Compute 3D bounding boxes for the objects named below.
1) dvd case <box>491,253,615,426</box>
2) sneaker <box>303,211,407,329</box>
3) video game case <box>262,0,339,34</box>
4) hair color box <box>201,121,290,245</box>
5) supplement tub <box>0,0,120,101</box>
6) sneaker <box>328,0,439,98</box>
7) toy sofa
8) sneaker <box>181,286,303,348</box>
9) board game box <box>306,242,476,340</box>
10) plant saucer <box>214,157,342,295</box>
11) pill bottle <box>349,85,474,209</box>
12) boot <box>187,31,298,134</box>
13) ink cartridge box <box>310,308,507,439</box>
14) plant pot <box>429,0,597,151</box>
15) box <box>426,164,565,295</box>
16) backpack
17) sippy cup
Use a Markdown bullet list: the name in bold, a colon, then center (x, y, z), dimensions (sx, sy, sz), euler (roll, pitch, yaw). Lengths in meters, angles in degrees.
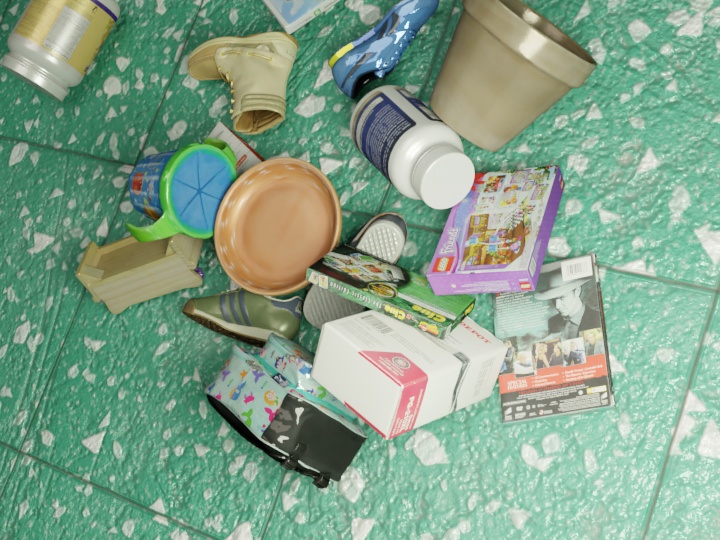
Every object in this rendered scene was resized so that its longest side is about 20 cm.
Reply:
- **dvd case**: center (0.240, 0.087, 1.403), dimensions (0.145, 0.022, 0.202), euler (-14, 66, 25)
- **sneaker**: center (0.000, 0.000, 1.546), dimensions (0.078, 0.079, 0.200), euler (42, 117, -4)
- **video game case**: center (-0.088, -0.492, 1.793), dimensions (0.181, 0.022, 0.201), euler (-34, 57, -2)
- **hair color box**: center (-0.181, -0.126, 1.703), dimensions (0.111, 0.064, 0.200), euler (-49, 57, 6)
- **supplement tub**: center (-0.532, -0.418, 1.969), dimensions (0.145, 0.145, 0.201), euler (27, 86, 34)
- **sneaker**: center (0.046, -0.333, 1.659), dimensions (0.199, 0.066, 0.079), euler (-36, 69, 13)
- **toy sofa**: center (-0.337, -0.013, 1.747), dimensions (0.198, 0.098, 0.083), euler (-18, 38, 23)
- **sneaker**: center (-0.164, 0.055, 1.625), dimensions (0.199, 0.067, 0.090), euler (16, 72, 33)
- **board game box**: center (0.039, 0.024, 1.425), dimensions (0.199, 0.105, 0.024), euler (23, 116, 19)
- **plant saucer**: center (-0.114, -0.060, 1.590), dimensions (0.198, 0.037, 0.202), euler (-6, 75, 21)
- **pill bottle**: center (0.073, -0.165, 1.517), dimensions (0.111, 0.111, 0.200), euler (-46, 40, 6)
- **boot**: center (-0.198, -0.291, 1.770), dimensions (0.198, 0.073, 0.157), euler (-4, 65, 22)
- **ink cartridge box**: center (0.062, 0.113, 1.383), dimensions (0.144, 0.199, 0.085), euler (36, 124, 35)
- **plant pot**: center (0.187, -0.263, 1.488), dimensions (0.174, 0.199, 0.200), euler (-54, 53, 22)
- **box**: center (0.177, -0.053, 1.433), dimensions (0.136, 0.039, 0.201), euler (-3, 43, 29)
- **backpack**: center (-0.102, 0.174, 1.472), dimensions (0.199, 0.177, 0.151), euler (20, 78, 44)
- **sippy cup**: center (-0.270, -0.121, 1.645), dimensions (0.130, 0.177, 0.141), euler (9, 105, 44)
